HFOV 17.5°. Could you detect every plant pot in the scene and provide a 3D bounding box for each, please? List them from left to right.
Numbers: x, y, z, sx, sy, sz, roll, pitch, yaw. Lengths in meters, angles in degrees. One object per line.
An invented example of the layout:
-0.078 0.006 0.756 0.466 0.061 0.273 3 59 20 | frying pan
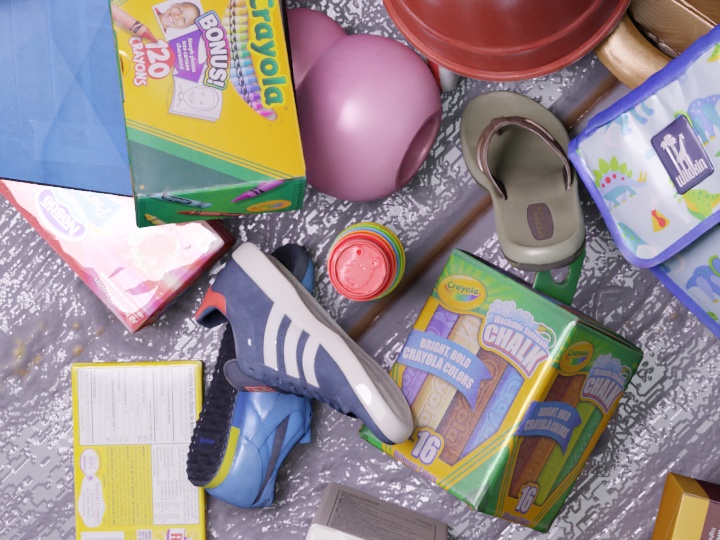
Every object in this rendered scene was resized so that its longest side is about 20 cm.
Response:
0.093 -0.250 1.612 0.199 0.195 0.203 -1 82 8 | plant pot

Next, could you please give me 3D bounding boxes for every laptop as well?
-0.162 -0.158 1.663 0.199 0.116 0.189 -15 67 20 | laptop

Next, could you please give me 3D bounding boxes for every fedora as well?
0.252 -0.209 1.729 0.199 0.082 0.202 0 88 8 | fedora

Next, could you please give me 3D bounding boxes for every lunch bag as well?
0.271 -0.066 1.665 0.200 0.128 0.170 44 126 -11 | lunch bag

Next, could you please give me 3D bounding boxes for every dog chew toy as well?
-0.040 -0.137 1.729 0.199 0.124 0.125 31 93 14 | dog chew toy

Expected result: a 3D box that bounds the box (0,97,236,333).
-0.198 -0.059 1.749 0.103 0.095 0.200 -43 89 4 | box

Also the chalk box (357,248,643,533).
0.115 0.069 1.703 0.123 0.124 0.201 31 95 35 | chalk box

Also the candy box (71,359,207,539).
-0.168 0.169 1.789 0.101 0.026 0.202 -1 92 0 | candy box

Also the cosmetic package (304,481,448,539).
0.006 0.216 1.695 0.104 0.200 0.072 20 94 3 | cosmetic package

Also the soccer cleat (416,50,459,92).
0.083 -0.234 1.744 0.084 0.069 0.202 2 87 7 | soccer cleat

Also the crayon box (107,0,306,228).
-0.109 -0.135 1.621 0.118 0.058 0.202 -7 68 -8 | crayon box

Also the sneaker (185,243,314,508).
-0.066 0.082 1.772 0.078 0.066 0.202 21 83 -31 | sneaker

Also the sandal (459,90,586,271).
0.120 -0.077 1.696 0.079 0.202 0.058 -18 127 1 | sandal

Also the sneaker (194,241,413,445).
-0.044 0.072 1.679 0.085 0.075 0.200 -46 58 4 | sneaker

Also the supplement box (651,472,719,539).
0.304 0.274 1.716 0.198 0.133 0.199 14 92 3 | supplement box

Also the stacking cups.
0.000 0.000 1.688 0.060 0.200 0.061 0 94 3 | stacking cups
